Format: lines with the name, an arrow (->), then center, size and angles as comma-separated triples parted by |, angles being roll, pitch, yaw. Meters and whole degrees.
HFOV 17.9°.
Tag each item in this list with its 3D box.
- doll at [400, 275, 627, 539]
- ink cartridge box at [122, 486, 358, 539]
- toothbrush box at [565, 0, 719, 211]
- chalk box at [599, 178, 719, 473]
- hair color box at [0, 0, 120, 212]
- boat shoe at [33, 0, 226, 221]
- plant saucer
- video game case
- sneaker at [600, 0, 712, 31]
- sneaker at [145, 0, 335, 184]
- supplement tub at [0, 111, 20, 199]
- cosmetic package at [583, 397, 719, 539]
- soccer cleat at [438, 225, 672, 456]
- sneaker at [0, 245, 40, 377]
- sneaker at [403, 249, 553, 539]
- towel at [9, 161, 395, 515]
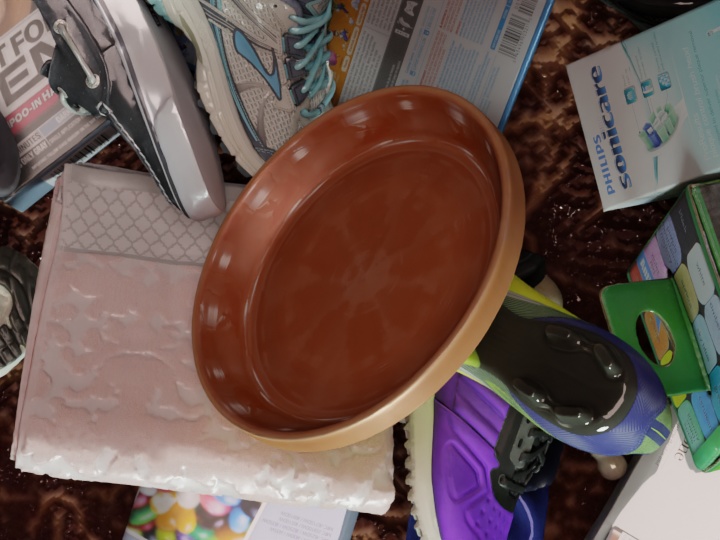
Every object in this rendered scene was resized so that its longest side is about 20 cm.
doll -> 0.079, 0.099, 1.258 | 0.136, 0.048, 0.201 | 9, 81, 12
ink cartridge box -> -0.065, 0.136, 1.262 | 0.119, 0.042, 0.201 | 17, 89, 9
toothbrush box -> 0.227, -0.101, 1.169 | 0.146, 0.200, 0.086 | -11, 85, -38
chalk box -> 0.221, 0.022, 1.186 | 0.199, 0.124, 0.126 | -12, 71, -13
hair color box -> -0.216, -0.143, 1.277 | 0.099, 0.061, 0.200 | -38, 86, -1
boat shoe -> -0.135, -0.112, 1.209 | 0.067, 0.072, 0.201 | -25, 94, 9
plant saucer -> 0.000, 0.000, 1.150 | 0.032, 0.200, 0.201 | 37, 88, -40
video game case -> -0.005, -0.137, 1.245 | 0.199, 0.018, 0.144 | 23, 132, 3
sneaker -> 0.120, -0.194, 1.243 | 0.199, 0.114, 0.076 | 33, 86, 6
sneaker -> -0.047, -0.124, 1.211 | 0.086, 0.078, 0.201 | -18, 118, 28
supplement tub -> -0.279, -0.029, 1.221 | 0.199, 0.107, 0.107 | -26, 86, 22
cosmetic package -> 0.168, 0.154, 1.250 | 0.082, 0.051, 0.201 | 30, 87, 2
soccer cleat -> 0.076, 0.035, 1.151 | 0.200, 0.084, 0.065 | 36, 90, 40
sneaker -> -0.251, 0.071, 1.249 | 0.200, 0.089, 0.077 | -38, 86, -12
sneaker -> 0.075, 0.078, 1.201 | 0.099, 0.070, 0.202 | -7, 77, 10
towel -> -0.077, 0.033, 1.219 | 0.199, 0.032, 0.192 | 7, 57, -7
